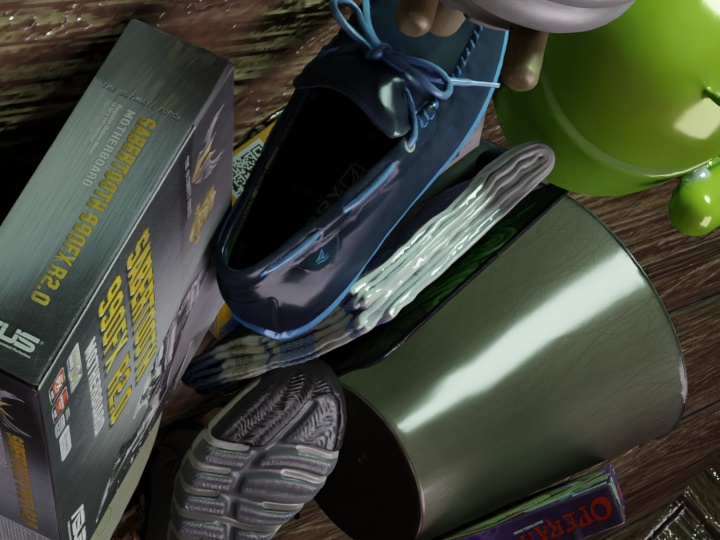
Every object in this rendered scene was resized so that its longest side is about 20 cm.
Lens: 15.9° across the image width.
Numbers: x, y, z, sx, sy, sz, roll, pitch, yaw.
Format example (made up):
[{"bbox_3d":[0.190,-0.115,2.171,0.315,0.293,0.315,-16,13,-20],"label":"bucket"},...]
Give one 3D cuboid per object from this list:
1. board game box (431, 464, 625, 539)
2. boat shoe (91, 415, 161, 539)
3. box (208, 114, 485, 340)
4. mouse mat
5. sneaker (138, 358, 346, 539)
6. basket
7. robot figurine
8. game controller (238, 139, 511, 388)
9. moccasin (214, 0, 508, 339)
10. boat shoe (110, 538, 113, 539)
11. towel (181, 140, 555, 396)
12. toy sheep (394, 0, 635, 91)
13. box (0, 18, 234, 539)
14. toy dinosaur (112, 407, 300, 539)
[{"bbox_3d":[0.055,0.160,1.468,0.199,0.033,0.120,-21,-177,6],"label":"board game box"},{"bbox_3d":[-0.146,0.108,1.241,0.071,0.062,0.201,28,81,-75],"label":"boat shoe"},{"bbox_3d":[-0.003,-0.056,1.256,0.199,0.042,0.119,-35,164,-16],"label":"box"},{"bbox_3d":[0.031,0.009,1.397,0.161,0.008,0.200,-41,-172,-19],"label":"mouse mat"},{"bbox_3d":[-0.076,0.099,1.355,0.075,0.116,0.201,15,120,-24],"label":"sneaker"},{"bbox_3d":[0.065,0.067,1.489,0.200,0.181,0.136,-32,174,-34],"label":"basket"},{"bbox_3d":[0.131,-0.099,1.245,0.115,0.176,0.200,-25,179,-12],"label":"robot figurine"},{"bbox_3d":[0.013,0.000,1.401,0.200,0.042,0.104,-41,-161,-7],"label":"game controller"},{"bbox_3d":[0.005,-0.063,1.103,0.201,0.080,0.068,-64,157,-11],"label":"moccasin"},{"bbox_3d":[-0.207,0.168,1.305,0.199,0.068,0.074,-24,158,-34],"label":"boat shoe"},{"bbox_3d":[0.000,0.000,1.267,0.147,0.024,0.200,-41,-171,-30],"label":"towel"},{"bbox_3d":[0.070,-0.152,1.008,0.138,0.138,0.200,-28,170,-42],"label":"toy sheep"},{"bbox_3d":[-0.107,0.018,1.050,0.159,0.048,0.200,-61,170,-26],"label":"box"},{"bbox_3d":[-0.080,0.119,1.503,0.199,0.102,0.136,-5,129,-37],"label":"toy dinosaur"}]
